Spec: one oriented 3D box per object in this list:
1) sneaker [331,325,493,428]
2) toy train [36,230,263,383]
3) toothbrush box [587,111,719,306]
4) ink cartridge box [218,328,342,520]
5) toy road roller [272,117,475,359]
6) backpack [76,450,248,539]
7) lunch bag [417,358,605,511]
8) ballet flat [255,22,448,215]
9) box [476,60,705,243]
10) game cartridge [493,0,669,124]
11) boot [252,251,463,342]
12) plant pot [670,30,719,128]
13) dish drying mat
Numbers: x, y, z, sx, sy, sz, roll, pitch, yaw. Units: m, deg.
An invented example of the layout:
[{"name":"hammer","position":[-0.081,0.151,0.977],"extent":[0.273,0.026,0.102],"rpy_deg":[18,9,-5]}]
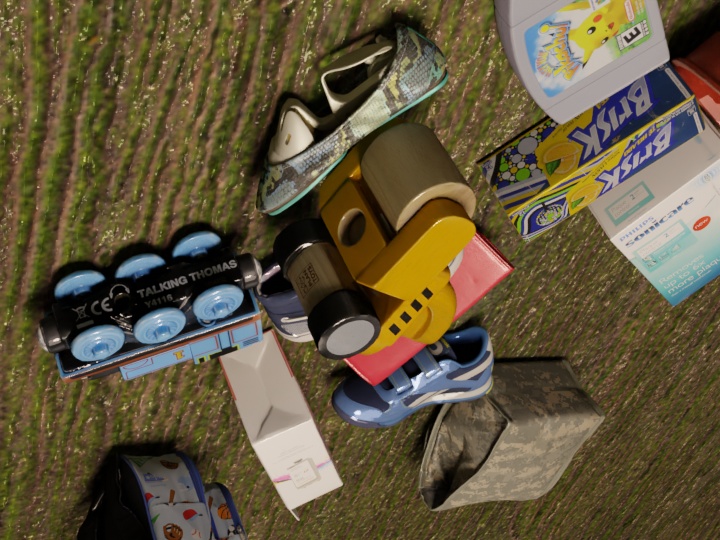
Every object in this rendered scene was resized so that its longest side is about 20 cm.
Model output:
[{"name":"sneaker","position":[0.059,0.109,1.303],"extent":[0.199,0.074,0.083],"rpy_deg":[-16,139,-25]},{"name":"toy train","position":[-0.180,0.040,1.049],"extent":[0.199,0.087,0.114],"rpy_deg":[-19,150,-11]},{"name":"toothbrush box","position":[0.333,-0.066,1.244],"extent":[0.146,0.086,0.200],"rpy_deg":[-37,142,14]},{"name":"ink cartridge box","position":[-0.078,0.166,1.242],"extent":[0.067,0.117,0.200],"rpy_deg":[-24,146,-5]},{"name":"toy road roller","position":[0.034,-0.016,1.019],"extent":[0.146,0.123,0.200],"rpy_deg":[17,124,-43]},{"name":"backpack","position":[-0.207,0.286,1.248],"extent":[0.153,0.191,0.200],"rpy_deg":[-2,142,-39]},{"name":"lunch bag","position":[0.172,0.210,1.459],"extent":[0.163,0.118,0.201],"rpy_deg":[1,132,-35]},{"name":"ballet flat","position":[-0.024,-0.127,0.966],"extent":[0.200,0.074,0.074],"rpy_deg":[-38,143,12]},{"name":"box","position":[0.215,-0.115,1.118],"extent":[0.199,0.070,0.064],"rpy_deg":[-33,147,9]},{"name":"game cartridge","position":[0.186,-0.209,1.013],"extent":[0.133,0.041,0.200],"rpy_deg":[-28,145,8]},{"name":"boot","position":[0.000,0.000,1.119],"extent":[0.199,0.073,0.090],"rpy_deg":[-28,151,2]},{"name":"plant pot","position":[0.420,-0.187,1.073],"extent":[0.195,0.201,0.201],"rpy_deg":[-45,142,10]},{"name":"dish drying mat","position":[0.058,0.034,1.218],"extent":[0.077,0.018,0.200],"rpy_deg":[44,111,-9]}]
